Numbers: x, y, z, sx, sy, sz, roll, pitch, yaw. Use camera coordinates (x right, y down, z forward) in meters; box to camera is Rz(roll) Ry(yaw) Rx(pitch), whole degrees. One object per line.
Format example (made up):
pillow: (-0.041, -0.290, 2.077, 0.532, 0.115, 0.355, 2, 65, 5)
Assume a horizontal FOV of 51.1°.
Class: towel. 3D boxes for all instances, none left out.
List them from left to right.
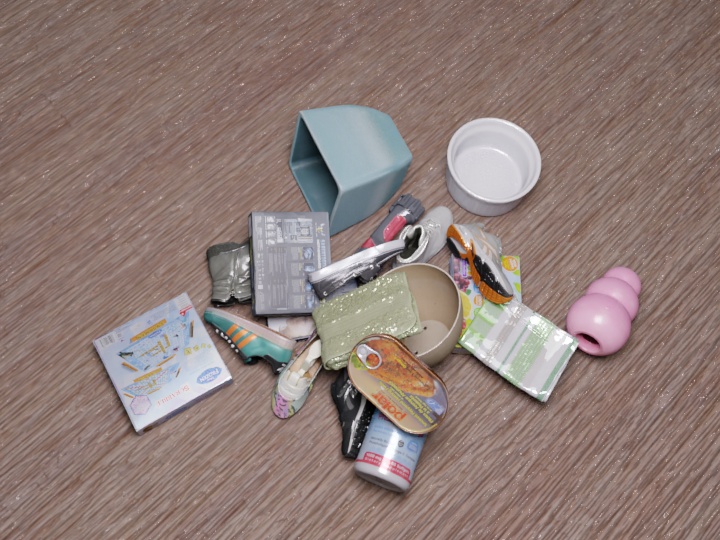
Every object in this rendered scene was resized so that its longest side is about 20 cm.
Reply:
towel: (0.009, 0.089, 1.381, 0.198, 0.037, 0.149, -24, 50, 9)
towel: (0.306, 0.138, 1.447, 0.199, 0.031, 0.150, 34, 69, 8)

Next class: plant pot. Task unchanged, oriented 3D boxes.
plant pot: (-0.011, -0.221, 1.545, 0.198, 0.196, 0.198, -21, 70, -20)
plant pot: (0.111, 0.108, 1.430, 0.198, 0.135, 0.202, -13, 53, 17)

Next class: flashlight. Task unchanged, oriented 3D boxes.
flashlight: (0.061, -0.072, 1.546, 0.200, 0.068, 0.068, -48, 116, -26)

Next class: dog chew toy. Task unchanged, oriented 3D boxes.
dog chew toy: (0.494, 0.072, 1.498, 0.124, 0.125, 0.200, 34, 61, 10)

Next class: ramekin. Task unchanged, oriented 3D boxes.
ramekin: (0.275, -0.214, 1.607, 0.198, 0.098, 0.203, 2, 67, -4)

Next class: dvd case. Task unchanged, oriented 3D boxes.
dvd case: (-0.095, 0.066, 1.510, 0.198, 0.018, 0.144, -9, 68, -8)

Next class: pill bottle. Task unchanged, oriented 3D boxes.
pill bottle: (0.070, 0.292, 1.380, 0.108, 0.109, 0.202, 20, 68, 5)

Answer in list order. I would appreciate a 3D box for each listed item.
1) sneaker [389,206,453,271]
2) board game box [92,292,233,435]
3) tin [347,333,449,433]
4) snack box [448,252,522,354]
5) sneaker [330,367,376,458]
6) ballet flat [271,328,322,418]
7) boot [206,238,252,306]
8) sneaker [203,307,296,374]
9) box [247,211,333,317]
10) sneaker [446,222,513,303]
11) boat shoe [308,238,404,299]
sneaker: (0.134, -0.071, 1.530, 0.073, 0.116, 0.201, 32, 68, 11)
board game box: (-0.375, 0.174, 1.434, 0.199, 0.041, 0.201, -28, 72, -14)
tin: (0.066, 0.195, 1.310, 0.200, 0.042, 0.112, 43, 95, 3)
snack box: (0.251, 0.068, 1.514, 0.140, 0.053, 0.202, 4, 68, -4)
sneaker: (-0.018, 0.251, 1.425, 0.087, 0.076, 0.202, 5, 69, 25)
ballet flat: (-0.106, 0.184, 1.423, 0.069, 0.071, 0.201, 33, 75, 5)
boot: (-0.208, 0.000, 1.501, 0.198, 0.068, 0.132, -15, 65, -1)
sneaker: (-0.224, 0.134, 1.445, 0.198, 0.071, 0.081, 22, 88, 18)
box: (-0.135, -0.013, 1.462, 0.156, 0.051, 0.203, -2, 82, -18)
sneaker: (0.255, -0.026, 1.482, 0.091, 0.076, 0.201, -17, 57, -22)
boat shoe: (0.000, 0.000, 1.438, 0.198, 0.070, 0.067, -23, 92, -13)
